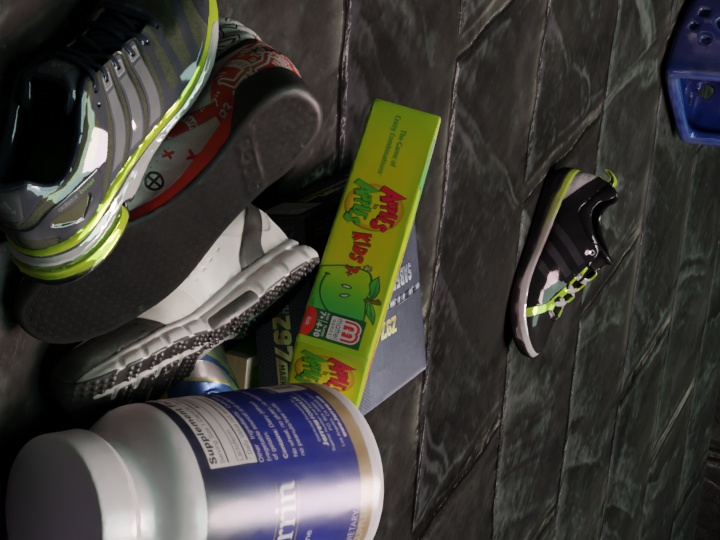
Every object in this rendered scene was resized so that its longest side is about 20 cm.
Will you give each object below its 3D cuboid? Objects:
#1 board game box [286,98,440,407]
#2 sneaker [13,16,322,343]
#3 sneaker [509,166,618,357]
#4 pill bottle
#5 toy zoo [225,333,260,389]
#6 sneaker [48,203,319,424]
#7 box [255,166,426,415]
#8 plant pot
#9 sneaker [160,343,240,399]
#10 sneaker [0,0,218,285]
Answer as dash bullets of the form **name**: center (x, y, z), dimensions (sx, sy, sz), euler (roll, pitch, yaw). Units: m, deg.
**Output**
- **board game box**: center (0.000, 0.000, 1.361), dimensions (0.102, 0.047, 0.201), euler (105, 2, -53)
- **sneaker**: center (-0.119, -0.054, 1.171), dimensions (0.201, 0.108, 0.067), euler (-42, 134, 2)
- **sneaker**: center (0.207, -0.007, 2.120), dimensions (0.072, 0.082, 0.201), euler (16, 88, -71)
- **pill bottle**: center (-0.094, 0.129, 1.218), dimensions (0.199, 0.116, 0.116), euler (-5, 111, -41)
- **toy zoo**: center (-0.053, 0.091, 1.541), dimensions (0.200, 0.020, 0.132), euler (-34, 135, -63)
- **sneaker**: center (-0.116, 0.020, 1.258), dimensions (0.200, 0.080, 0.074), euler (-34, 166, -43)
- **box**: center (-0.013, 0.019, 1.506), dimensions (0.200, 0.051, 0.159), euler (-28, 117, -64)
- **plant pot**: center (0.484, -0.263, 2.570), dimensions (0.200, 0.199, 0.181), euler (59, 41, -65)
- **sneaker**: center (-0.077, 0.107, 1.354), dimensions (0.076, 0.105, 0.201), euler (-55, 153, -46)
- **sneaker**: center (-0.133, -0.095, 1.101), dimensions (0.081, 0.074, 0.201), euler (61, 45, -60)
